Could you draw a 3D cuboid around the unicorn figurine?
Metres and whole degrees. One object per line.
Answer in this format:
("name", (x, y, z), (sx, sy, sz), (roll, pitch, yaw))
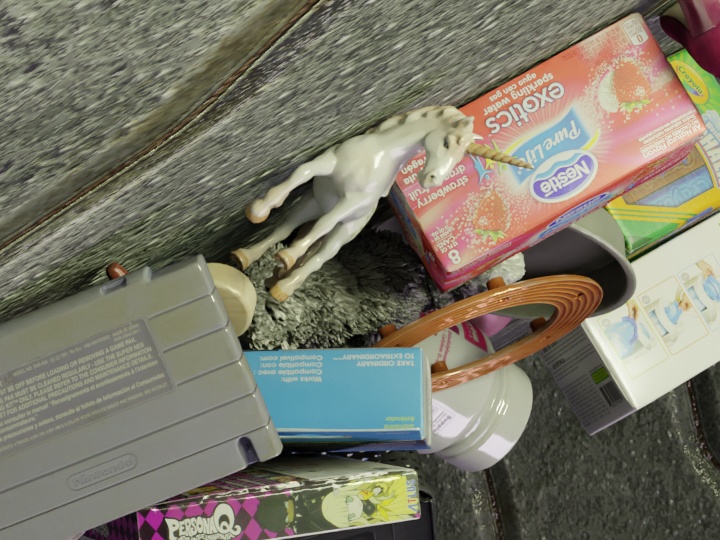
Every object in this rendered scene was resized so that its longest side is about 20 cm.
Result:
("unicorn figurine", (-0.005, -0.046, 1.315), (0.137, 0.074, 0.200), (-37, -170, -18))

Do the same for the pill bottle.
("pill bottle", (0.033, 0.073, 1.686), (0.200, 0.114, 0.113), (32, 130, -31))

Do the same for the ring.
("ring", (0.078, 0.045, 1.548), (0.200, 0.019, 0.201), (-20, 162, -7))

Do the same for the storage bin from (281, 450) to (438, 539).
("storage bin", (-0.051, 0.180, 1.569), (0.199, 0.094, 0.135), (-16, 143, -7))

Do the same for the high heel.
("high heel", (0.250, -0.150, 1.439), (0.067, 0.096, 0.200), (-30, 173, 5))

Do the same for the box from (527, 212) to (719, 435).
("box", (0.253, 0.033, 1.727), (0.200, 0.102, 0.113), (-29, 174, -19))

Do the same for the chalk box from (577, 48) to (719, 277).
("chalk box", (0.225, -0.084, 1.697), (0.200, 0.124, 0.124), (-26, 173, -28))

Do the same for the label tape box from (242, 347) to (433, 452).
("label tape box", (-0.027, 0.082, 1.390), (0.143, 0.066, 0.200), (-1, 171, 4))

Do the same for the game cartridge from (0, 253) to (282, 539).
("game cartridge", (-0.160, 0.081, 1.238), (0.199, 0.130, 0.038), (-21, -172, 4))

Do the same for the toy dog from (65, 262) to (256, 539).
("toy dog", (-0.156, 0.061, 1.321), (0.200, 0.096, 0.132), (-45, -163, 15))

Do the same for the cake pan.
("cake pan", (0.106, -0.020, 1.583), (0.199, 0.037, 0.200), (12, 158, 5))

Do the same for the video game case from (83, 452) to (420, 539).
("video game case", (-0.081, 0.147, 1.376), (0.181, 0.036, 0.200), (-5, 180, -21))

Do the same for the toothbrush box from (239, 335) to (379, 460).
("toothbrush box", (-0.058, 0.110, 1.779), (0.145, 0.086, 0.200), (-33, 145, 31))

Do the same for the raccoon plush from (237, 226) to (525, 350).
("raccoon plush", (0.000, 0.000, 1.495), (0.200, 0.097, 0.134), (-26, 169, 17))

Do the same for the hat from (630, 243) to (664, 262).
("hat", (0.216, -0.105, 1.957), (0.165, 0.177, 0.200), (-31, 136, 27))

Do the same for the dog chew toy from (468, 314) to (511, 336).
("dog chew toy", (0.095, -0.001, 1.780), (0.199, 0.125, 0.125), (-27, 173, -3))

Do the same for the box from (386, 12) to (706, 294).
("box", (0.118, -0.076, 1.439), (0.200, 0.096, 0.100), (-29, 172, -5))
